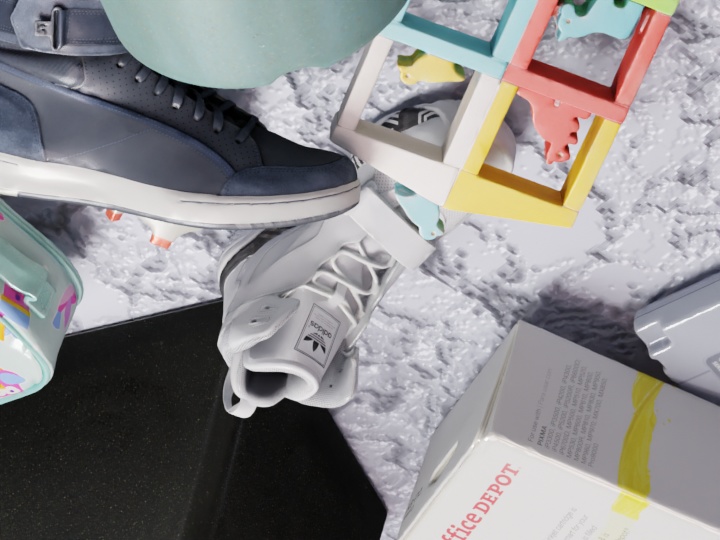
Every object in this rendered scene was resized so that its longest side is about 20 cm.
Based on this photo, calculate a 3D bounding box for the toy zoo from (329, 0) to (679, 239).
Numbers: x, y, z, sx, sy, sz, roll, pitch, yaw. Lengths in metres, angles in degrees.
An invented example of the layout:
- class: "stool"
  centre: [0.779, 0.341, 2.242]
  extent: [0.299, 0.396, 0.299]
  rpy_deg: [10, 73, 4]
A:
- class: "toy zoo"
  centre: [0.070, -0.102, 1.332]
  extent: [0.131, 0.020, 0.201]
  rpy_deg: [19, 116, -10]

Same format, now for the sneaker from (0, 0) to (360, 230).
- class: "sneaker"
  centre: [-0.092, -0.101, 1.319]
  extent: [0.201, 0.077, 0.147]
  rpy_deg: [9, 104, 0]

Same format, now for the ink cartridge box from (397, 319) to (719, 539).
- class: "ink cartridge box"
  centre: [0.140, 0.128, 1.514]
  extent: [0.199, 0.084, 0.145]
  rpy_deg: [23, 144, -7]

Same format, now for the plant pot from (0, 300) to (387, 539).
- class: "plant pot"
  centre: [-0.117, 0.162, 1.546]
  extent: [0.199, 0.178, 0.200]
  rpy_deg: [-12, 132, 19]

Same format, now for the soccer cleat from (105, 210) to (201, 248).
- class: "soccer cleat"
  centre: [-0.154, -0.084, 1.396]
  extent: [0.199, 0.069, 0.078]
  rpy_deg: [25, 109, -12]

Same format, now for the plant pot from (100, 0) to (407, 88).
- class: "plant pot"
  centre: [-0.061, -0.197, 1.182]
  extent: [0.199, 0.201, 0.197]
  rpy_deg: [-4, 138, 11]

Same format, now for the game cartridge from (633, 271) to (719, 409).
- class: "game cartridge"
  centre: [0.257, 0.062, 1.498]
  extent: [0.133, 0.041, 0.200]
  rpy_deg: [-23, 127, 31]

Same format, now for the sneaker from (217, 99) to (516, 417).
- class: "sneaker"
  centre: [0.000, 0.000, 1.415]
  extent: [0.200, 0.115, 0.075]
  rpy_deg: [-33, 123, 32]

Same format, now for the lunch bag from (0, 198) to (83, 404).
- class: "lunch bag"
  centre: [-0.248, -0.005, 1.457]
  extent: [0.160, 0.077, 0.200]
  rpy_deg: [-20, 130, 36]
